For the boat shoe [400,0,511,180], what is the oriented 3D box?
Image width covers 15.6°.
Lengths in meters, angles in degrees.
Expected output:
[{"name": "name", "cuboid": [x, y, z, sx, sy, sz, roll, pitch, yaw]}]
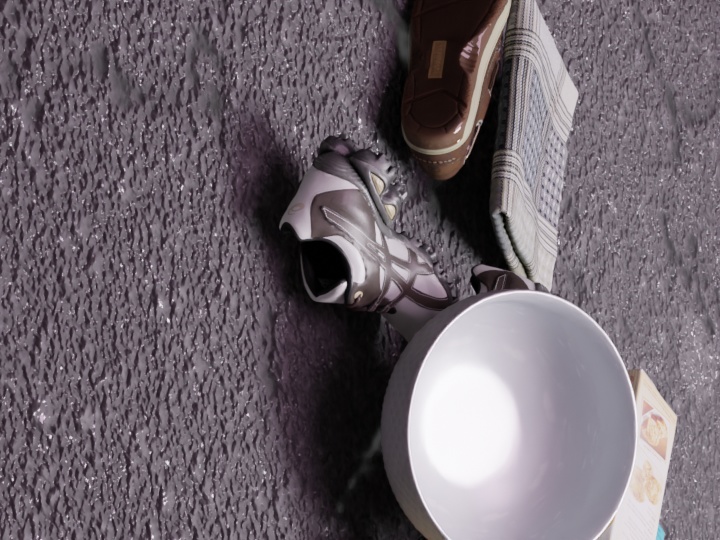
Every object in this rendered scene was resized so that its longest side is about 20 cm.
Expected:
[{"name": "boat shoe", "cuboid": [0.071, -0.157, 2.017, 0.075, 0.074, 0.203, 74, 28, -51]}]

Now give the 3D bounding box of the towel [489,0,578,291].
[{"name": "towel", "cuboid": [0.139, -0.089, 2.080, 0.200, 0.034, 0.193, 62, 32, -63]}]

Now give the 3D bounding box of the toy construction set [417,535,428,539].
[{"name": "toy construction set", "cuboid": [0.034, 0.258, 1.833, 0.131, 0.092, 0.200, 64, 19, 17]}]

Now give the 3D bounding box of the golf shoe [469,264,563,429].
[{"name": "golf shoe", "cuboid": [0.071, 0.084, 1.963, 0.200, 0.094, 0.078, -53, 169, -22]}]

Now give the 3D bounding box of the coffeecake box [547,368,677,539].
[{"name": "coffeecake box", "cuboid": [0.140, 0.182, 1.962, 0.073, 0.153, 0.201, 49, 44, -43]}]

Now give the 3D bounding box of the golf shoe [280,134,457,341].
[{"name": "golf shoe", "cuboid": [0.000, 0.000, 1.855, 0.095, 0.078, 0.200, -48, 131, -21]}]

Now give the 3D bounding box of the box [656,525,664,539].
[{"name": "box", "cuboid": [0.178, 0.278, 2.073, 0.049, 0.082, 0.201, 54, 42, -39]}]

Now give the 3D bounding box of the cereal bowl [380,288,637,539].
[{"name": "cereal bowl", "cuboid": [0.095, 0.113, 1.866, 0.199, 0.083, 0.201, 1, 88, -31]}]
